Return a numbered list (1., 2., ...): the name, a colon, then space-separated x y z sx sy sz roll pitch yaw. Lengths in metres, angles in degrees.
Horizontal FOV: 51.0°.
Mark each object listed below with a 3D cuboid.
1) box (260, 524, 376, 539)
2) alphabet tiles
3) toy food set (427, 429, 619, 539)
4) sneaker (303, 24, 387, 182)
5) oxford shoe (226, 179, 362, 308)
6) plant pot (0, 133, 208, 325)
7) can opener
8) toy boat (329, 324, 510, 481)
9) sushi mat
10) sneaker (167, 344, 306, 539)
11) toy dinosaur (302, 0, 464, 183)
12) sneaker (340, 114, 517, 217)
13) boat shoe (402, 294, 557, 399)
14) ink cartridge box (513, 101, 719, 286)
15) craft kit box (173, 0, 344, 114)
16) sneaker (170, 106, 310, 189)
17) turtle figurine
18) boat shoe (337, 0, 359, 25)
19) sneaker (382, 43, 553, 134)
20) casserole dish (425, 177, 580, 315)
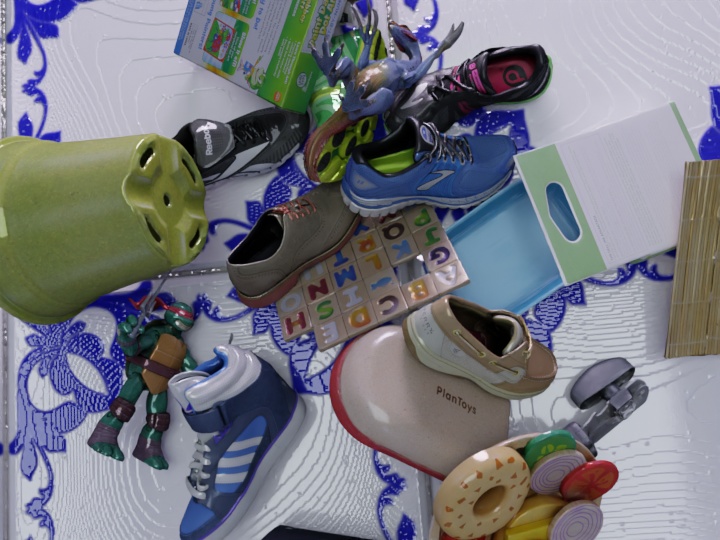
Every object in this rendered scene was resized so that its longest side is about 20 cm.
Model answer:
1. box: -0.038 0.376 0.759 0.145 0.104 0.204 4 83 8
2. alphabet tiles: 0.000 0.000 0.802 0.197 0.008 0.168 -25 41 4
3. toy food set: 0.158 0.241 0.730 0.194 0.049 0.203 -9 115 -16
4. sneaker: -0.026 -0.184 0.848 0.082 0.074 0.203 4 63 28
5. oxford shoe: -0.063 -0.049 0.816 0.070 0.075 0.200 30 68 30
6. plant pot: -0.265 -0.057 0.778 0.181 0.200 0.204 -10 81 21
7. can opener: 0.214 0.171 0.790 0.199 0.053 0.067 -39 47 1
8. toy boat: 0.050 0.145 0.775 0.198 0.130 0.132 30 53 -22
9. sushi mat: 0.359 -0.010 0.766 0.094 0.012 0.204 1 98 -13
10. sneaker: -0.161 0.173 0.781 0.146 0.080 0.201 42 79 -28
11. toy dinosaur: 0.010 -0.206 0.793 0.105 0.181 0.201 42 112 10
12. sneaker: 0.077 -0.115 0.798 0.197 0.090 0.079 -13 58 -13
13. boat shoe: 0.134 0.075 0.743 0.066 0.198 0.075 -44 45 35
14. ink cartridge box: 0.266 -0.077 0.787 0.197 0.048 0.148 -19 81 -9
15. craft kit box: -0.106 -0.302 0.828 0.196 0.048 0.203 33 109 34
16. sneaker: -0.151 -0.140 0.850 0.197 0.091 0.067 -21 80 4
17. turtle figurine: -0.215 0.108 0.825 0.148 0.100 0.203 26 81 -31
18. boat shoe: -0.028 -0.318 0.872 0.197 0.071 0.071 -15 105 12
19. sneaker: 0.114 -0.204 0.828 0.197 0.084 0.078 -22 79 4
20. casserole dish: 0.163 -0.018 0.820 0.199 0.039 0.122 -34 80 2
